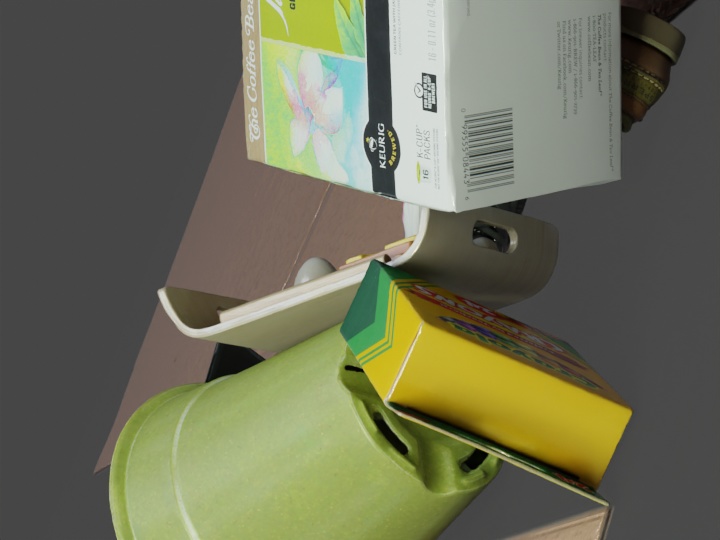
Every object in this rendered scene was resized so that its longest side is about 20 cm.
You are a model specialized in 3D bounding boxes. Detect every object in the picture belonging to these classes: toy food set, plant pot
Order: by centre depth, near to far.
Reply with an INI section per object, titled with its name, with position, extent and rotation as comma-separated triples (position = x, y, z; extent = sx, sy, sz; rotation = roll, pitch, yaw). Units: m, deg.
[plant pot]
position = -0.016, 0.114, 1.694
extent = 0.190, 0.200, 0.201
rotation = -40, 27, 41
[toy food set]
position = 0.000, 0.000, 1.709
extent = 0.199, 0.143, 0.061
rotation = -20, 71, 31

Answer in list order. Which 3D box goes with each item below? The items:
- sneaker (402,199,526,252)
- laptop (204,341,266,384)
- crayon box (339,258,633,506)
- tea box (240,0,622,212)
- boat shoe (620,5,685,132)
[sneaker]
position = 0.064, 0.005, 1.798
extent = 0.086, 0.080, 0.201
rotation = -132, 57, -64
[laptop]
position = -0.075, 0.179, 1.856
extent = 0.200, 0.115, 0.188
rotation = 112, 175, -57
[crayon box]
position = 0.067, 0.057, 1.527
extent = 0.051, 0.126, 0.200
rotation = -65, 13, 7
[tea box]
position = 0.038, -0.153, 1.628
extent = 0.196, 0.133, 0.201
rotation = 16, 112, 51
[boat shoe]
position = 0.124, -0.112, 1.715
extent = 0.068, 0.072, 0.200
rotation = -67, 12, -9
